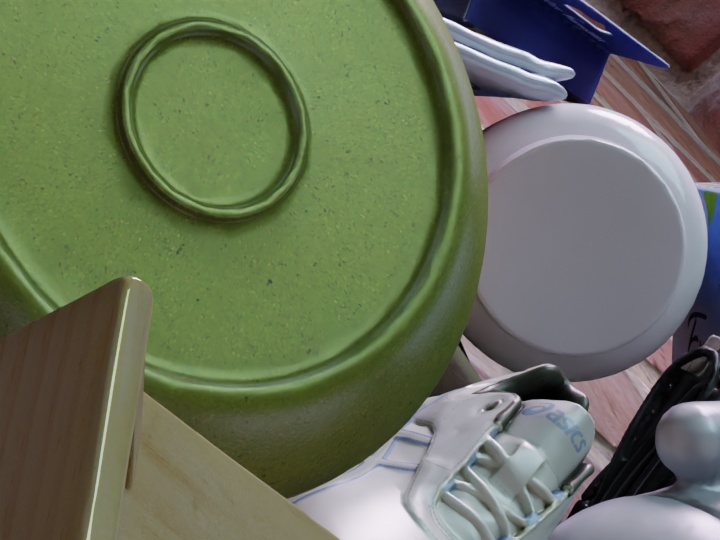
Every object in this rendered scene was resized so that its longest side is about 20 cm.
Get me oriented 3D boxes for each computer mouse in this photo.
[{"bbox_3d":[0.104,0.095,0.969,0.053,0.139,0.200,34,-2,19],"label":"computer mouse"}]

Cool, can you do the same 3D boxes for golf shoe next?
[{"bbox_3d":[0.026,0.070,0.768,0.078,0.097,0.200,50,13,-5],"label":"golf shoe"}]

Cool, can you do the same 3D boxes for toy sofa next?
[{"bbox_3d":[-0.028,0.097,0.566,0.200,0.098,0.083,41,39,-35],"label":"toy sofa"}]

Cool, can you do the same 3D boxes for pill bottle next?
[{"bbox_3d":[0.083,-0.012,1.028,0.112,0.112,0.200,48,2,-2],"label":"pill bottle"}]

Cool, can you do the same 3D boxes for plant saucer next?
[{"bbox_3d":[-0.045,-0.036,0.673,0.200,0.200,0.031,47,-31,-11],"label":"plant saucer"}]

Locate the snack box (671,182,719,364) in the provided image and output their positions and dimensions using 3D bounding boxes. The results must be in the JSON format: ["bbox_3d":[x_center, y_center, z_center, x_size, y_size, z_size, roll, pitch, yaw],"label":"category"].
[{"bbox_3d":[0.188,0.068,1.057,0.068,0.200,0.169,1,6,-16],"label":"snack box"}]

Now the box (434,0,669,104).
[{"bbox_3d":[0.026,-0.119,1.105,0.200,0.032,0.121,19,-3,34],"label":"box"}]

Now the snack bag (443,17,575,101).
[{"bbox_3d":[-0.032,-0.114,1.034,0.200,0.021,0.189,20,0,-18],"label":"snack bag"}]

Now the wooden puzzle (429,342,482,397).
[{"bbox_3d":[0.000,0.000,1.002,0.185,0.037,0.200,56,2,-29],"label":"wooden puzzle"}]

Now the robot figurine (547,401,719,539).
[{"bbox_3d":[0.121,0.127,0.826,0.200,0.113,0.170,-1,92,-48],"label":"robot figurine"}]
